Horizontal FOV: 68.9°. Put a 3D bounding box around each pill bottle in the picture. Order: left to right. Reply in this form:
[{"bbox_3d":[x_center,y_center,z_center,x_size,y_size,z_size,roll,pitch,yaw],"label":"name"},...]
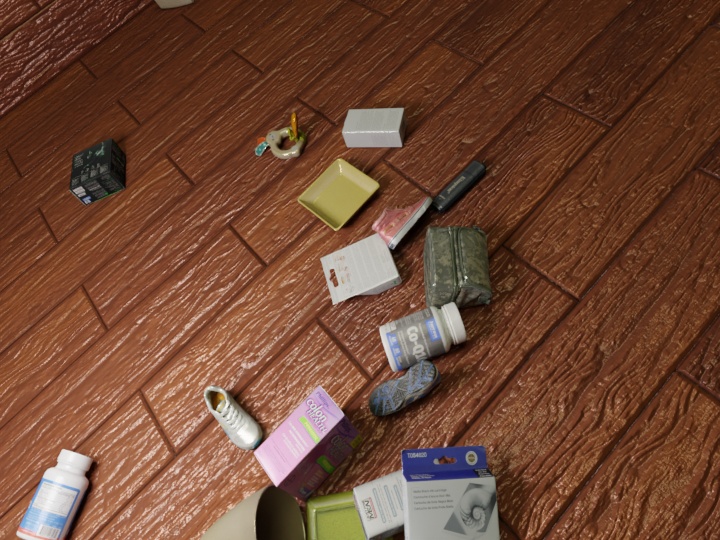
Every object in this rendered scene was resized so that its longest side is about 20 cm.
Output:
[{"bbox_3d":[-0.752,0.564,1.309,0.108,0.113,0.206,4,60,19],"label":"pill bottle"},{"bbox_3d":[0.152,0.157,1.272,0.193,0.115,0.117,-21,55,4],"label":"pill bottle"}]

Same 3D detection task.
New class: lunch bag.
[{"bbox_3d":[0.248,-0.010,1.337,0.160,0.141,0.207,1,59,-2],"label":"lunch bag"}]

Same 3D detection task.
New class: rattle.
[{"bbox_3d":[-0.290,-0.459,1.772,0.193,0.143,0.135,14,82,17],"label":"rattle"}]

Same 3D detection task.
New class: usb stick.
[{"bbox_3d":[0.286,-0.243,1.522,0.199,0.033,0.055,-44,58,-10],"label":"usb stick"}]

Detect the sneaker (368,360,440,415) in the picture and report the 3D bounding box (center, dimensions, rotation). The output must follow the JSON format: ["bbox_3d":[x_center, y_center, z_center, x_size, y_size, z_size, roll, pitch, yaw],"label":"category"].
[{"bbox_3d":[0.107,0.287,1.237,0.196,0.077,0.078,-31,56,19],"label":"sneaker"}]

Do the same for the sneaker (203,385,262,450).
[{"bbox_3d":[-0.324,0.369,1.313,0.197,0.082,0.077,33,71,29],"label":"sneaker"}]

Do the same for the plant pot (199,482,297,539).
[{"bbox_3d":[-0.245,0.580,1.116,0.195,0.187,0.193,-24,54,17],"label":"plant pot"}]

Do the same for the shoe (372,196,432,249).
[{"bbox_3d":[0.118,-0.159,1.471,0.091,0.072,0.201,41,67,3],"label":"shoe"}]

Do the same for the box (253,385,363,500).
[{"bbox_3d":[-0.109,0.391,1.174,0.200,0.178,0.096,-44,57,-13],"label":"box"}]

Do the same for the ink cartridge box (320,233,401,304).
[{"bbox_3d":[0.000,0.000,1.458,0.194,0.050,0.165,-24,56,6],"label":"ink cartridge box"}]

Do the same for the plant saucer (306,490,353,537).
[{"bbox_3d":[-0.028,0.575,1.116,0.192,0.048,0.206,-14,57,9],"label":"plant saucer"}]

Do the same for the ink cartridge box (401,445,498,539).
[{"bbox_3d":[0.179,0.463,1.049,0.191,0.041,0.209,0,75,-10],"label":"ink cartridge box"}]

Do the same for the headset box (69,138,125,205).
[{"bbox_3d":[-0.977,-0.374,1.957,0.169,0.094,0.205,-21,55,4],"label":"headset box"}]

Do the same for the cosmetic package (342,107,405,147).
[{"bbox_3d":[0.047,-0.462,1.704,0.192,0.072,0.105,5,61,20],"label":"cosmetic package"}]

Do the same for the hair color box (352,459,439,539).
[{"bbox_3d":[0.089,0.479,1.097,0.193,0.062,0.101,-15,54,-14],"label":"hair color box"}]

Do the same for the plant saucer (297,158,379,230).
[{"bbox_3d":[-0.064,-0.224,1.610,0.200,0.049,0.198,-45,58,-13],"label":"plant saucer"}]
